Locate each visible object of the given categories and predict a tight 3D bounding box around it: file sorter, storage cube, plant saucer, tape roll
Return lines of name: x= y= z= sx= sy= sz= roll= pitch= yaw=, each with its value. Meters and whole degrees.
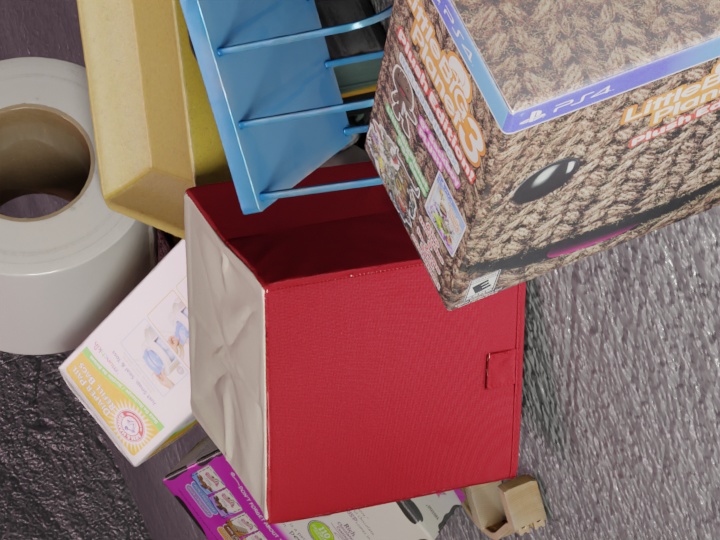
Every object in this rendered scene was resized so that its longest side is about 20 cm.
file sorter: x=-0.018 y=-0.158 z=1.338 sx=0.139 sy=0.122 sz=0.201 roll=-43 pitch=-60 yaw=-57
storage cube: x=-0.007 y=0.043 z=1.464 sx=0.171 sy=0.179 sz=0.201 roll=-133 pitch=39 yaw=-57
plant saucer: x=-0.143 y=-0.133 z=1.589 sx=0.200 sy=0.048 sz=0.201 roll=20 pitch=118 yaw=62
tape roll: x=-0.264 y=-0.052 z=1.776 sx=0.139 sy=0.202 sz=0.203 roll=96 pitch=151 yaw=-61

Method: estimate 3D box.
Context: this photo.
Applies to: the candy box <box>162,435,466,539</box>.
candy box: x=-0.037 y=0.164 z=1.663 sx=0.200 sy=0.061 sz=0.137 roll=-28 pitch=103 yaw=42

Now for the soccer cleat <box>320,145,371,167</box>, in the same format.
soccer cleat: x=0.000 y=0.000 z=1.615 sx=0.077 sy=0.069 sz=0.201 roll=-4 pitch=113 yaw=33

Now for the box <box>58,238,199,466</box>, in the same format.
box: x=-0.122 y=0.045 z=1.700 sx=0.101 sy=0.112 sz=0.200 roll=51 pitch=126 yaw=5

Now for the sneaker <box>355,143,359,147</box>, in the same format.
sneaker: x=-0.031 y=-0.051 z=1.709 sx=0.104 sy=0.060 sz=0.200 roll=53 pitch=156 yaw=10

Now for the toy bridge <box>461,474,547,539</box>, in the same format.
toy bridge: x=0.090 y=0.160 z=1.632 sx=0.200 sy=0.027 sz=0.067 roll=-150 pitch=40 yaw=-69

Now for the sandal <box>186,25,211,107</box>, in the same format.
sandal: x=-0.090 y=-0.163 z=1.451 sx=0.201 sy=0.057 sz=0.080 roll=-78 pitch=-12 yaw=-66

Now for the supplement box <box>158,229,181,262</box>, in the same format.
supplement box: x=-0.126 y=-0.079 z=1.902 sx=0.200 sy=0.132 sz=0.198 roll=-150 pitch=42 yaw=-68

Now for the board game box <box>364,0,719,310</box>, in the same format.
board game box: x=0.100 y=-0.088 z=0.983 sx=0.200 sy=0.159 sz=0.097 roll=102 pitch=145 yaw=-65

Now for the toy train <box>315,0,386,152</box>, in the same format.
toy train: x=-0.041 y=-0.184 z=1.565 sx=0.200 sy=0.085 sz=0.114 roll=67 pitch=153 yaw=24
